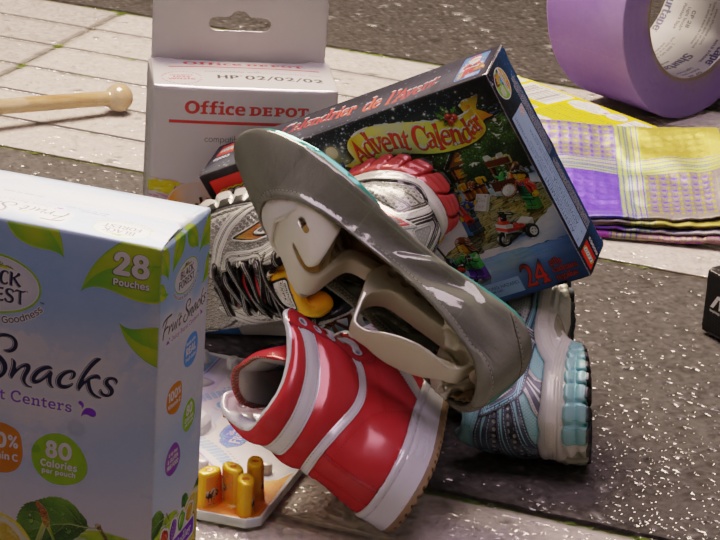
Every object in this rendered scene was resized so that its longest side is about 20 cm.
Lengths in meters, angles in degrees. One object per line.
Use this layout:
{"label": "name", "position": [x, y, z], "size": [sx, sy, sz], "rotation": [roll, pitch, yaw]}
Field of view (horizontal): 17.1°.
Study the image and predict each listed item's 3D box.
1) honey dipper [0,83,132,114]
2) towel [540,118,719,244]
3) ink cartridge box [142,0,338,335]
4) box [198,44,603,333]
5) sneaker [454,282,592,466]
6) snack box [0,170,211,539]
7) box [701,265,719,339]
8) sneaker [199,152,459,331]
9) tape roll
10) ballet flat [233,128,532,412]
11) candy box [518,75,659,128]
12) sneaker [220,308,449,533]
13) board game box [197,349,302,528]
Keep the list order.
{"label": "honey dipper", "position": [-0.262, -0.125, 1.830], "size": [0.199, 0.038, 0.038], "rotation": [-6, 23, -36]}
{"label": "towel", "position": [0.177, -0.071, 1.742], "size": [0.198, 0.023, 0.144], "rotation": [5, 36, 2]}
{"label": "ink cartridge box", "position": [-0.075, -0.065, 1.467], "size": [0.114, 0.202, 0.068], "rotation": [1, 20, -8]}
{"label": "box", "position": [0.023, -0.035, 1.388], "size": [0.199, 0.137, 0.038], "rotation": [-18, 25, 29]}
{"label": "sneaker", "position": [0.083, 0.045, 1.390], "size": [0.086, 0.078, 0.200], "rotation": [0, 21, -3]}
{"label": "snack box", "position": [-0.161, 0.058, 1.130], "size": [0.167, 0.202, 0.068], "rotation": [10, 21, 15]}
{"label": "box", "position": [0.343, 0.030, 1.523], "size": [0.199, 0.045, 0.160], "rotation": [-10, 25, -32]}
{"label": "sneaker", "position": [-0.043, -0.007, 1.355], "size": [0.199, 0.078, 0.082], "rotation": [-20, 23, 31]}
{"label": "tape roll", "position": [0.249, -0.233, 1.971], "size": [0.199, 0.202, 0.085], "rotation": [-16, 29, -43]}
{"label": "ballet flat", "position": [0.000, 0.000, 1.253], "size": [0.200, 0.068, 0.064], "rotation": [38, 55, 10]}
{"label": "candy box", "position": [0.157, -0.108, 1.871], "size": [0.102, 0.027, 0.199], "rotation": [-19, 31, -37]}
{"label": "sneaker", "position": [-0.011, 0.054, 1.297], "size": [0.112, 0.071, 0.200], "rotation": [32, 23, -9]}
{"label": "board game box", "position": [-0.118, 0.074, 1.342], "size": [0.198, 0.026, 0.200], "rotation": [10, 22, 14]}
